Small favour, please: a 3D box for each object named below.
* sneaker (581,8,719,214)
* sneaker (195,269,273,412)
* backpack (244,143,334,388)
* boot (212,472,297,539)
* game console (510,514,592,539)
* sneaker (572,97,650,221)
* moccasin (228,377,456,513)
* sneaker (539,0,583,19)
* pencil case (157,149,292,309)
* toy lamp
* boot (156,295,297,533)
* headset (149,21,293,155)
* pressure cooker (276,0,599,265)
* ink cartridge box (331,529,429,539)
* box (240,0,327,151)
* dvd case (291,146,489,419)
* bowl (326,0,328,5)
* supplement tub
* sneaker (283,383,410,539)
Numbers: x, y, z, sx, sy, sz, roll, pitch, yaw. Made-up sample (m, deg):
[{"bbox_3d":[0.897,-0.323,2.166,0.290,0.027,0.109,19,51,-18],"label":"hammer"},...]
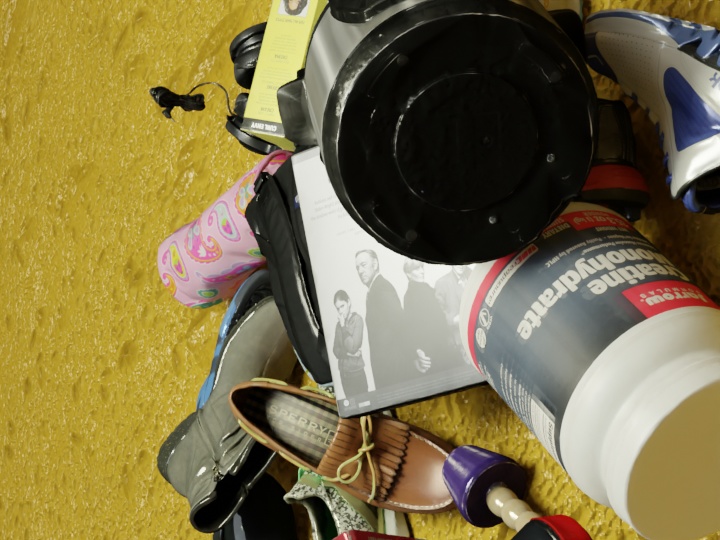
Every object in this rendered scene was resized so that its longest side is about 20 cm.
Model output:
[{"bbox_3d":[0.208,-0.098,1.102,0.199,0.080,0.116,23,102,54],"label":"sneaker"},{"bbox_3d":[-0.115,0.091,1.583,0.078,0.066,0.201,29,109,59],"label":"sneaker"},{"bbox_3d":[0.000,0.000,1.368,0.163,0.153,0.201,-45,35,34],"label":"backpack"},{"bbox_3d":[-0.057,0.273,1.455,0.162,0.073,0.200,2,91,58],"label":"boot"},{"bbox_3d":[0.135,0.272,1.134,0.201,0.031,0.177,66,150,21],"label":"game console"},{"bbox_3d":[0.124,-0.074,1.237,0.200,0.071,0.099,-12,75,54],"label":"sneaker"},{"bbox_3d":[-0.009,0.130,1.339,0.201,0.078,0.074,27,88,21],"label":"moccasin"},{"bbox_3d":[0.077,-0.172,1.316,0.200,0.080,0.077,-34,59,51],"label":"sneaker"},{"bbox_3d":[-0.106,-0.032,1.573,0.200,0.087,0.088,-32,59,49],"label":"pencil case"},{"bbox_3d":[0.123,0.181,1.211,0.200,0.058,0.058,38,117,50],"label":"toy lamp"},{"bbox_3d":[-0.091,0.124,1.483,0.201,0.068,0.131,-57,26,-2],"label":"boot"},{"bbox_3d":[-0.097,-0.163,1.570,0.199,0.094,0.124,-3,81,45],"label":"headset"},{"bbox_3d":[0.049,-0.113,1.118,0.179,0.175,0.200,-58,17,17],"label":"pressure cooker"},{"bbox_3d":[0.038,0.292,1.212,0.083,0.145,0.201,-36,58,27],"label":"ink cartridge box"},{"bbox_3d":[-0.041,-0.203,1.475,0.050,0.075,0.201,11,85,31],"label":"box"},{"bbox_3d":[0.030,-0.007,1.248,0.150,0.025,0.201,-17,78,35],"label":"dvd case"},{"bbox_3d":[0.021,-0.236,1.355,0.200,0.074,0.201,138,151,-82],"label":"bowl"},{"bbox_3d":[0.163,0.060,1.089,0.200,0.140,0.141,49,125,48],"label":"supplement tub"},{"bbox_3d":[-0.019,0.164,1.400,0.077,0.088,0.201,-43,50,45],"label":"sneaker"}]
